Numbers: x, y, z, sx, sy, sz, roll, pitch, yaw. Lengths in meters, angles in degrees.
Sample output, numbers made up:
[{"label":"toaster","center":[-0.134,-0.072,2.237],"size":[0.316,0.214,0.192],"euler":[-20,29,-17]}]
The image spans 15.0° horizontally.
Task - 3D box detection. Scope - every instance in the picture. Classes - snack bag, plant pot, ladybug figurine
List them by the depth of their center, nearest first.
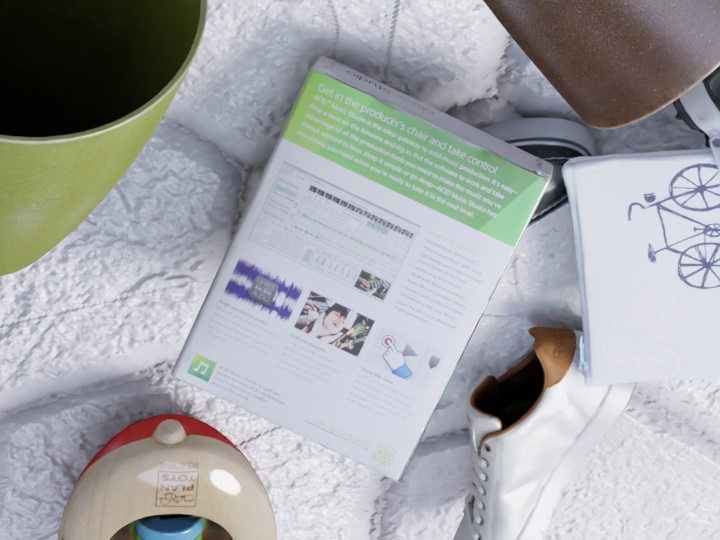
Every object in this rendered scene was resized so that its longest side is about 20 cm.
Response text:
[{"label":"plant pot","center":[0.098,-0.202,1.315],"size":[0.200,0.187,0.187],"euler":[38,120,-18]},{"label":"plant pot","center":[-0.185,-0.088,1.393],"size":[0.186,0.188,0.200],"euler":[5,148,-11]},{"label":"snack bag","center":[0.214,-0.001,1.532],"size":[0.199,0.021,0.189],"euler":[-2,136,8]},{"label":"ladybug figurine","center":[-0.120,0.157,1.688],"size":[0.135,0.072,0.200],"euler":[2,134,-9]}]

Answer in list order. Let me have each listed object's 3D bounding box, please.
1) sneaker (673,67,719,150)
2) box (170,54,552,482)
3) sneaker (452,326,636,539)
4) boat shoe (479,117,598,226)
[{"label":"sneaker","center":[0.271,-0.076,1.514],"size":[0.200,0.067,0.090],"euler":[29,126,-27]},{"label":"box","center":[0.000,0.000,1.505],"size":[0.144,0.036,0.200],"euler":[26,110,-2]},{"label":"sneaker","center":[0.086,0.111,1.675],"size":[0.084,0.073,0.200],"euler":[19,118,-20]},{"label":"boat shoe","center":[0.042,-0.025,1.542],"size":[0.199,0.057,0.069],"euler":[-20,132,12]}]
